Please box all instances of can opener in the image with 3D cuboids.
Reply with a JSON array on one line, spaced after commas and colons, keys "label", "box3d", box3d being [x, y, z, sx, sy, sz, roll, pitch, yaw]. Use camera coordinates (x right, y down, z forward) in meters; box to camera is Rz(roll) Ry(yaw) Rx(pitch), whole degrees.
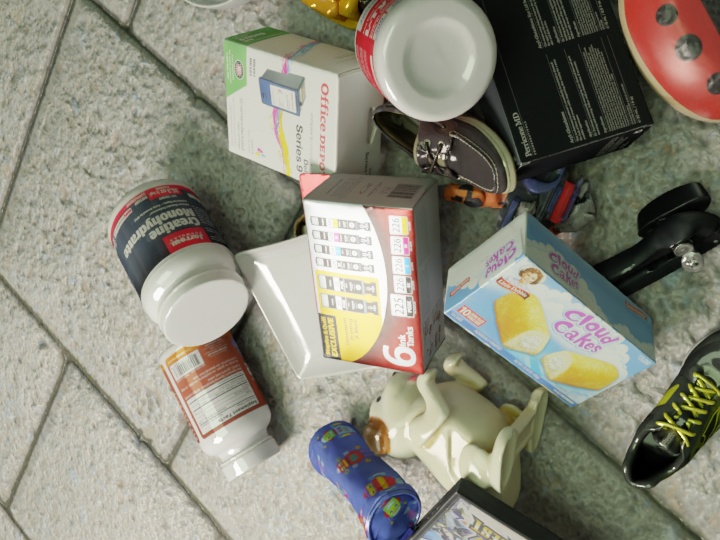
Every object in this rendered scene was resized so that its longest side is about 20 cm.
[{"label": "can opener", "box3d": [0.289, -0.006, 0.847, 0.063, 0.079, 0.200, 34, 126, -21]}]

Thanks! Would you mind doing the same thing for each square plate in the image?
[{"label": "square plate", "box3d": [-0.047, 0.043, 1.040, 0.195, 0.028, 0.203, -13, 111, 37]}]

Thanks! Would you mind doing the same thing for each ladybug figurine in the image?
[{"label": "ladybug figurine", "box3d": [0.320, -0.233, 0.751, 0.134, 0.072, 0.203, -28, 89, 7]}]

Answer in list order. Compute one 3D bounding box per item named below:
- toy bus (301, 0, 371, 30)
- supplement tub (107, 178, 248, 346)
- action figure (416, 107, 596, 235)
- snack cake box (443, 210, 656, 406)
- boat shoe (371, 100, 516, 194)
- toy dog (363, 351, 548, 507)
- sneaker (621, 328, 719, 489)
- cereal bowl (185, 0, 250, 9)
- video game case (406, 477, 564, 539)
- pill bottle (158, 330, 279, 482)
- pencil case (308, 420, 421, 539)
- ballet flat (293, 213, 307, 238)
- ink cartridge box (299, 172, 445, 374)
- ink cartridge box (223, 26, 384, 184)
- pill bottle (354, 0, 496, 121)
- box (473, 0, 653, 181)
[{"label": "toy bus", "box3d": [-0.035, -0.384, 0.898, 0.135, 0.191, 0.203, 34, 116, 20]}, {"label": "supplement tub", "box3d": [-0.249, -0.013, 1.100, 0.201, 0.139, 0.141, 53, 121, 31]}, {"label": "action figure", "box3d": [0.181, -0.115, 0.889, 0.192, 0.105, 0.202, 33, 85, 16]}, {"label": "snack cake box", "box3d": [0.196, 0.045, 0.831, 0.199, 0.068, 0.115, 35, 131, -21]}, {"label": "boat shoe", "box3d": [0.081, -0.128, 0.831, 0.200, 0.064, 0.073, 47, 155, 42]}, {"label": "toy dog", "box3d": [0.104, 0.190, 0.959, 0.197, 0.139, 0.197, 20, 127, 29]}, {"label": "sneaker", "box3d": [0.336, 0.150, 0.820, 0.074, 0.084, 0.203, 34, 114, 21]}, {"label": "cereal bowl", "box3d": [-0.170, -0.436, 1.035, 0.197, 0.083, 0.205, 6, 101, 31]}, {"label": "video game case", "box3d": [0.160, 0.334, 0.921, 0.198, 0.026, 0.182, 31, 137, 2]}, {"label": "pill bottle", "box3d": [-0.195, 0.187, 1.142, 0.111, 0.112, 0.203, -33, 81, 31]}, {"label": "pencil case", "box3d": [0.005, 0.263, 1.000, 0.200, 0.077, 0.088, 34, 154, 60]}, {"label": "ballet flat", "box3d": [-0.002, -0.055, 1.006, 0.197, 0.065, 0.072, -11, 88, 32]}, {"label": "ink cartridge box", "box3d": [0.000, 0.000, 0.914, 0.172, 0.084, 0.204, 6, 119, 24]}, {"label": "ink cartridge box", "box3d": [-0.071, -0.197, 0.979, 0.198, 0.087, 0.148, 25, 127, 33]}, {"label": "pill bottle", "box3d": [0.054, -0.219, 0.791, 0.110, 0.200, 0.115, -3, 111, -8]}, {"label": "box", "box3d": [0.185, -0.208, 0.809, 0.138, 0.079, 0.204, -16, 82, -6]}]
